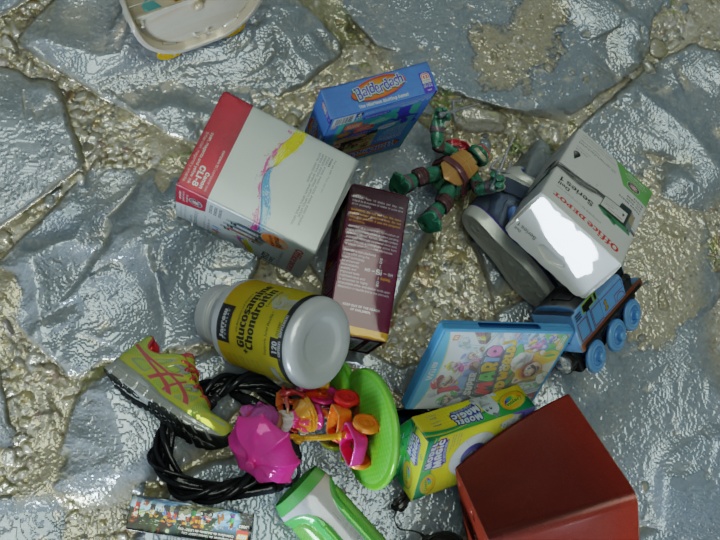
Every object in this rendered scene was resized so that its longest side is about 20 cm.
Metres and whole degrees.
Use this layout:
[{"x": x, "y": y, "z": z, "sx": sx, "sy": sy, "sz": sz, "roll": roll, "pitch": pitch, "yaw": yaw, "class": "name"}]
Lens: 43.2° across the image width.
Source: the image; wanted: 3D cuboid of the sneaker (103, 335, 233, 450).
[{"x": -0.227, "y": 0.146, "z": 1.139, "sx": 0.199, "sy": 0.079, "sz": 0.090, "roll": 31, "pitch": 63, "yaw": 21, "class": "sneaker"}]

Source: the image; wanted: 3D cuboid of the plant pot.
[{"x": 0.225, "y": 0.311, "z": 1.140, "sx": 0.174, "sy": 0.201, "sz": 0.202, "roll": -15, "pitch": 120, "yaw": -5, "class": "plant pot"}]

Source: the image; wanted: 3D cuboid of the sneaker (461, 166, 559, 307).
[{"x": 0.255, "y": -0.057, "z": 1.314, "sx": 0.146, "sy": 0.081, "sz": 0.200, "roll": -42, "pitch": 90, "yaw": -19, "class": "sneaker"}]

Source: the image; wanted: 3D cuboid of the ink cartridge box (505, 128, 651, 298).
[{"x": 0.301, "y": -0.081, "z": 1.240, "sx": 0.146, "sy": 0.084, "sz": 0.200, "roll": 40, "pitch": 43, "yaw": -1, "class": "ink cartridge box"}]

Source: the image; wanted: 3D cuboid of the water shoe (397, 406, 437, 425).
[{"x": 0.096, "y": 0.211, "z": 1.218, "sx": 0.197, "sy": 0.079, "sz": 0.073, "roll": -10, "pitch": 80, "yaw": -14, "class": "water shoe"}]

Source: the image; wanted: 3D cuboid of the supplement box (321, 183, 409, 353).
[{"x": 0.000, "y": 0.000, "z": 1.229, "sx": 0.084, "sy": 0.110, "sz": 0.203, "roll": 12, "pitch": 75, "yaw": -10, "class": "supplement box"}]

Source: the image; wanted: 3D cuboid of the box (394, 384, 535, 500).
[{"x": 0.125, "y": 0.225, "z": 1.180, "sx": 0.197, "sy": 0.119, "sz": 0.049, "roll": -11, "pitch": 42, "yaw": -26, "class": "box"}]

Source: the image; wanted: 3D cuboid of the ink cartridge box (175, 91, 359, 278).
[{"x": -0.126, "y": -0.108, "z": 1.207, "sx": 0.198, "sy": 0.145, "sz": 0.146, "roll": 26, "pitch": 73, "yaw": -5, "class": "ink cartridge box"}]

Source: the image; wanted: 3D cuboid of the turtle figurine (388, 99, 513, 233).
[{"x": 0.137, "y": -0.143, "z": 1.281, "sx": 0.149, "sy": 0.101, "sz": 0.200, "roll": 39, "pitch": 60, "yaw": 18, "class": "turtle figurine"}]

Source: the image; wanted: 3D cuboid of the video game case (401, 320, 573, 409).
[{"x": 0.164, "y": 0.124, "z": 1.174, "sx": 0.197, "sy": 0.144, "sz": 0.018, "roll": 3, "pitch": 39, "yaw": -26, "class": "video game case"}]

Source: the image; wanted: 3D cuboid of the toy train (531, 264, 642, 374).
[{"x": 0.322, "y": 0.058, "z": 1.268, "sx": 0.199, "sy": 0.086, "sz": 0.116, "roll": -38, "pitch": 118, "yaw": -36, "class": "toy train"}]

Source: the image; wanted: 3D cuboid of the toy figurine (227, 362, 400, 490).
[{"x": -0.076, "y": 0.188, "z": 1.115, "sx": 0.182, "sy": 0.200, "sz": 0.152, "roll": -2, "pitch": 119, "yaw": -28, "class": "toy figurine"}]

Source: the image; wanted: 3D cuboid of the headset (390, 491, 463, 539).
[{"x": 0.114, "y": 0.368, "z": 1.170, "sx": 0.093, "sy": 0.124, "sz": 0.200, "roll": -35, "pitch": 67, "yaw": -18, "class": "headset"}]

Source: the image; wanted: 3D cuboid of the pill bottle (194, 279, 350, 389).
[{"x": -0.116, "y": 0.073, "z": 1.138, "sx": 0.111, "sy": 0.198, "sz": 0.114, "roll": -13, "pitch": 108, "yaw": -46, "class": "pill bottle"}]

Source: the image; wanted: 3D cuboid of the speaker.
[{"x": -0.016, "y": 0.348, "z": 1.158, "sx": 0.088, "sy": 0.088, "sz": 0.200, "roll": -42, "pitch": 89, "yaw": -18, "class": "speaker"}]

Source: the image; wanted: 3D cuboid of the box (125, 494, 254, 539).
[{"x": -0.202, "y": 0.293, "z": 1.069, "sx": 0.135, "sy": 0.200, "sz": 0.038, "roll": 12, "pitch": 74, "yaw": -9, "class": "box"}]

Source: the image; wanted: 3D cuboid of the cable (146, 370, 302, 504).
[{"x": -0.176, "y": 0.213, "z": 1.169, "sx": 0.197, "sy": 0.051, "sz": 0.166, "roll": -6, "pitch": 74, "yaw": -13, "class": "cable"}]

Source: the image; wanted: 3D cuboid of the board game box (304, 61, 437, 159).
[{"x": 0.004, "y": -0.203, "z": 1.230, "sx": 0.150, "sy": 0.200, "sz": 0.046, "roll": -18, "pitch": 80, "yaw": -16, "class": "board game box"}]

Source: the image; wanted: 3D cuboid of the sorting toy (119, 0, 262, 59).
[{"x": -0.257, "y": -0.413, "z": 1.279, "sx": 0.198, "sy": 0.107, "sz": 0.182, "roll": -24, "pitch": 76, "yaw": -16, "class": "sorting toy"}]
